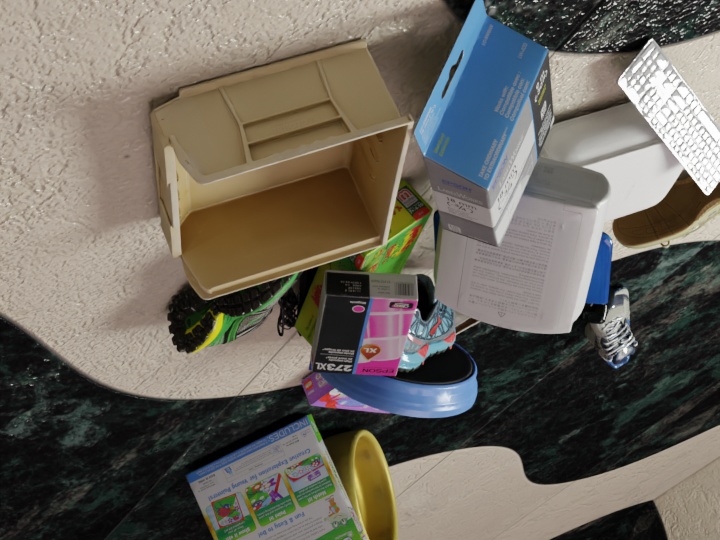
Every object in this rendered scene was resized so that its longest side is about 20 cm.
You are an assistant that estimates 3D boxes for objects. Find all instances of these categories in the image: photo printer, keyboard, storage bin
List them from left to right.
[{"bbox_3d":[-0.072,-0.081,1.083,0.196,0.095,0.201,-18,156,-15],"label":"storage bin"},{"bbox_3d":[-0.055,0.007,1.371,0.104,0.040,0.201,-38,162,-21],"label":"keyboard"},{"bbox_3d":[0.160,-0.023,1.290,0.164,0.070,0.202,13,134,11],"label":"photo printer"},{"bbox_3d":[0.257,-0.109,1.364,0.197,0.070,0.167,-17,155,-17],"label":"photo printer"},{"bbox_3d":[0.329,-0.155,1.288,0.056,0.011,0.200,-47,126,3],"label":"keyboard"}]

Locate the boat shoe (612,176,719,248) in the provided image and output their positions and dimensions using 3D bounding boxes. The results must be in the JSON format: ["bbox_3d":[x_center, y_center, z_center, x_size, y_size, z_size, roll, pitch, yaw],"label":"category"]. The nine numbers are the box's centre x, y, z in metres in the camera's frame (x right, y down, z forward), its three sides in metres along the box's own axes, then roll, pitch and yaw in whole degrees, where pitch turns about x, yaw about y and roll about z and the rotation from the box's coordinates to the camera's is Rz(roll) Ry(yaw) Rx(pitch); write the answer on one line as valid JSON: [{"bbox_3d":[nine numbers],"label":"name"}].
[{"bbox_3d":[0.409,-0.078,1.568,0.198,0.074,0.063,-25,154,0],"label":"boat shoe"}]

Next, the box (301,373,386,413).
[{"bbox_3d":[0.030,0.140,1.701,0.136,0.039,0.199,-36,154,23],"label":"box"}]

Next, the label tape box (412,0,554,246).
[{"bbox_3d":[0.115,-0.127,1.108,0.146,0.063,0.200,-65,162,-14],"label":"label tape box"}]

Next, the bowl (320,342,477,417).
[{"bbox_3d":[0.046,0.111,1.491,0.199,0.200,0.040,-2,114,-40],"label":"bowl"}]

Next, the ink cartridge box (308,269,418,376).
[{"bbox_3d":[-0.001,0.068,1.310,0.093,0.038,0.201,3,148,-6],"label":"ink cartridge box"}]

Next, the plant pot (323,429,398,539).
[{"bbox_3d":[-0.060,0.359,1.897,0.186,0.204,0.201,-15,159,16],"label":"plant pot"}]

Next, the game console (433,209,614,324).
[{"bbox_3d":[0.190,-0.017,1.418,0.197,0.120,0.171,10,-164,15],"label":"game console"}]

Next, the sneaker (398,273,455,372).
[{"bbox_3d":[0.075,0.049,1.474,0.200,0.078,0.097,-38,148,-66],"label":"sneaker"}]

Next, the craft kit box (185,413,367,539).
[{"bbox_3d":[-0.118,0.335,1.767,0.198,0.200,0.049,-25,173,4],"label":"craft kit box"}]

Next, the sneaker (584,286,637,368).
[{"bbox_3d":[0.383,0.090,1.873,0.076,0.086,0.200,-25,156,3],"label":"sneaker"}]

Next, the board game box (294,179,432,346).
[{"bbox_3d":[0.000,0.000,1.329,0.101,0.048,0.201,-35,163,-33],"label":"board game box"}]

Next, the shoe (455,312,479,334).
[{"bbox_3d":[0.153,0.046,1.605,0.198,0.054,0.070,-24,156,-1],"label":"shoe"}]

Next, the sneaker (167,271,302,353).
[{"bbox_3d":[-0.117,0.017,1.285,0.084,0.079,0.199,-8,161,-46],"label":"sneaker"}]
